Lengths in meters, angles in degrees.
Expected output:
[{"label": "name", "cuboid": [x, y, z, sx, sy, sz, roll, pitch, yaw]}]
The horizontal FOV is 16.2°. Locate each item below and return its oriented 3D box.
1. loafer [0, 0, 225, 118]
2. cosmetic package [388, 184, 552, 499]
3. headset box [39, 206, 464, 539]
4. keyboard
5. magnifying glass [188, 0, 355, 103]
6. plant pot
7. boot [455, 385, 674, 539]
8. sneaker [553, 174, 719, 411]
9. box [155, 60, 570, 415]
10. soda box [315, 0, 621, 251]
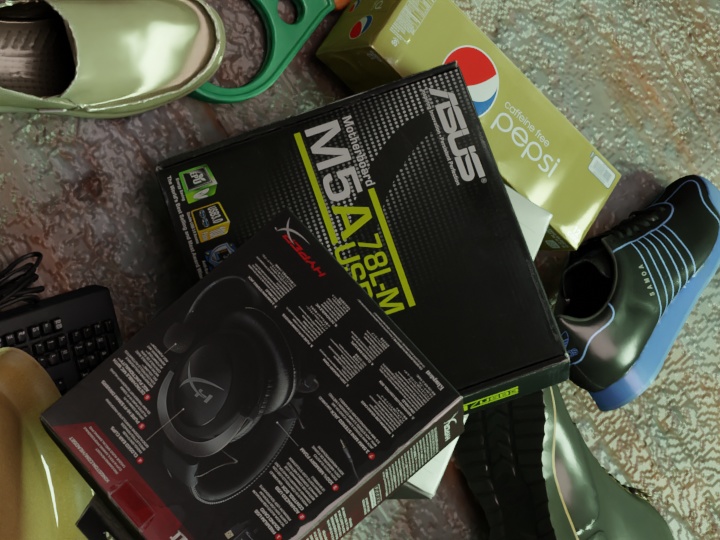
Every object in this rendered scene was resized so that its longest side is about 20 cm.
[{"label": "loafer", "cuboid": [-0.165, -0.123, 1.451, 0.199, 0.068, 0.076, -10, 93, -24]}, {"label": "cosmetic package", "cuboid": [0.025, 0.029, 1.541, 0.107, 0.090, 0.201, 29, 75, -21]}, {"label": "headset box", "cuboid": [-0.064, 0.090, 1.374, 0.200, 0.077, 0.149, -41, 74, -9]}, {"label": "keyboard", "cuboid": [-0.211, 0.053, 1.411, 0.199, 0.040, 0.105, -20, 92, -41]}, {"label": "magnifying glass", "cuboid": [-0.039, -0.164, 1.564, 0.199, 0.022, 0.080, -26, 98, -27]}, {"label": "plant pot", "cuboid": [-0.187, 0.143, 1.362, 0.027, 0.200, 0.201, -10, 90, 14]}, {"label": "boot", "cuboid": [0.136, 0.126, 1.616, 0.138, 0.077, 0.201, 1, 78, -47]}, {"label": "sneaker", "cuboid": [0.176, -0.005, 1.621, 0.078, 0.070, 0.200, 47, 47, -20]}, {"label": "box", "cuboid": [0.000, 0.000, 1.464, 0.192, 0.048, 0.201, -19, 70, 0]}, {"label": "soda box", "cuboid": [0.069, -0.097, 1.578, 0.200, 0.068, 0.064, 44, 68, -25]}]
